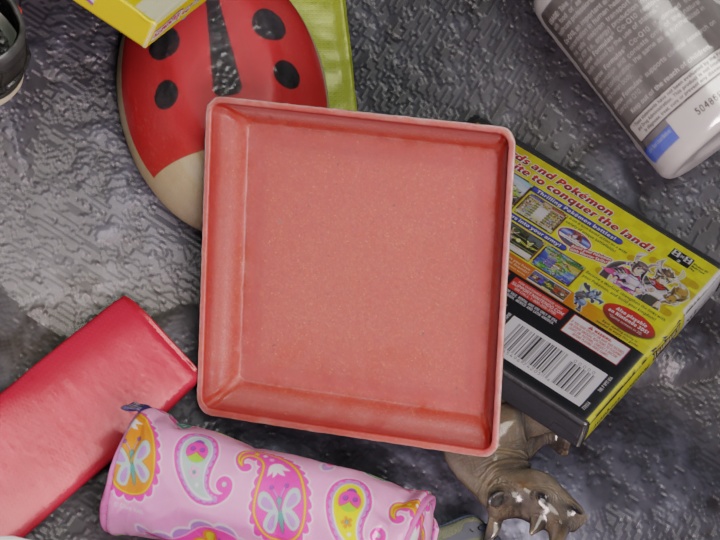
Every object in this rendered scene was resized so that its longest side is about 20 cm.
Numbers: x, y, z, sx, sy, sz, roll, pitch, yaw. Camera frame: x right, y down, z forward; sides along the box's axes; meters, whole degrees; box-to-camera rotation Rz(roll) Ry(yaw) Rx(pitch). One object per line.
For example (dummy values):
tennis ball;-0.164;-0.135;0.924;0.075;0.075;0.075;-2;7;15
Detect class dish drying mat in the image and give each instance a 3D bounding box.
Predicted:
dish drying mat;-0.192;0.101;1.650;0.200;0.018;0.077;-41;85;-24

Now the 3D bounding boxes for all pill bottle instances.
pill bottle;0.187;-0.171;1.803;0.114;0.114;0.200;-33;82;-23

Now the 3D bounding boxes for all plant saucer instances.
plant saucer;0.000;0.000;1.640;0.199;0.037;0.201;7;104;20

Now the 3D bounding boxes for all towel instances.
towel;-0.042;-0.104;1.768;0.086;0.018;0.201;0;69;-16

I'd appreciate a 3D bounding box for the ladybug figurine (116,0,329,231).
ladybug figurine;-0.088;-0.120;1.723;0.135;0.072;0.201;-13;70;-7

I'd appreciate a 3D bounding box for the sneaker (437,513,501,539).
sneaker;0.081;0.193;1.660;0.199;0.074;0.081;14;64;-11

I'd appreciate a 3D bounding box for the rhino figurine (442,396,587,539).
rhino figurine;0.091;0.100;1.677;0.087;0.060;0.201;-3;48;-14

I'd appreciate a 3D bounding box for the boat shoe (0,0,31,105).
boat shoe;-0.275;-0.177;1.575;0.201;0.063;0.074;39;64;6

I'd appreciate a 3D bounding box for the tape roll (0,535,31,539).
tape roll;-0.200;0.253;1.504;0.202;0.071;0.203;-9;66;20

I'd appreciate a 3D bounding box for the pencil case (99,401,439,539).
pencil case;-0.055;0.142;1.604;0.199;0.088;0.088;16;64;16

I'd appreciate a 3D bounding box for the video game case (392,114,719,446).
video game case;0.104;0.002;1.712;0.200;0.026;0.181;32;49;17

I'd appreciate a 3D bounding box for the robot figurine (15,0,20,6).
robot figurine;-0.311;-0.151;1.654;0.199;0.150;0.125;-6;84;-18

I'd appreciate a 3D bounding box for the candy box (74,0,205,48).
candy box;-0.186;-0.214;1.648;0.200;0.026;0.102;34;33;7

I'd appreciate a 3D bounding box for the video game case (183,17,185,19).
video game case;-0.179;-0.243;1.725;0.143;0.018;0.200;15;38;-18
